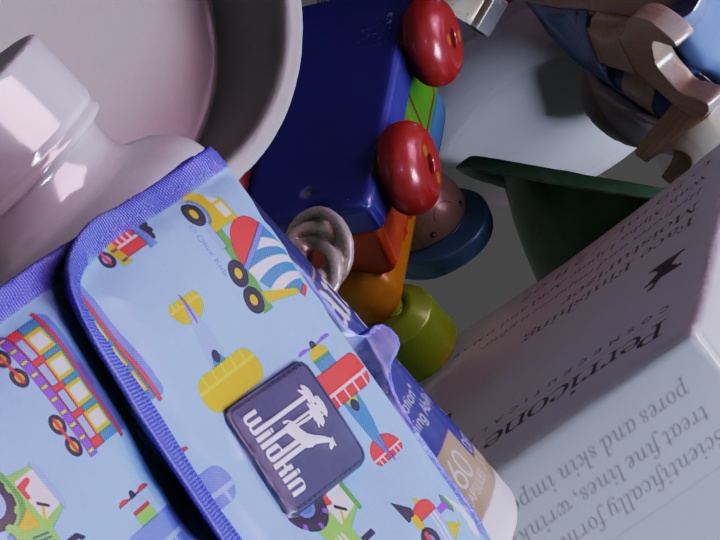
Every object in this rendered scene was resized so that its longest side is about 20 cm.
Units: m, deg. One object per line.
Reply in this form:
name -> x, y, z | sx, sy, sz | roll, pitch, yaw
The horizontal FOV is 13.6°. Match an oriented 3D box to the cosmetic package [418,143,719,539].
cosmetic package -> 0.115, 0.086, 1.059 | 0.165, 0.165, 0.200 | 49, 22, -9

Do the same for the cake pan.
cake pan -> -0.111, -0.100, 0.967 | 0.200, 0.037, 0.201 | 18, 57, -29

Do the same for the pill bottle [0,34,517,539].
pill bottle -> -0.057, 0.033, 0.867 | 0.200, 0.111, 0.111 | 48, 22, -12

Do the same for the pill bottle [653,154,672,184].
pill bottle -> 0.229, -0.004, 1.512 | 0.200, 0.113, 0.113 | 60, 22, 17

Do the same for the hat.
hat -> 0.120, 0.059, 1.210 | 0.199, 0.177, 0.166 | 11, 1, -12

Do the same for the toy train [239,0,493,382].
toy train -> 0.000, 0.000, 1.097 | 0.200, 0.084, 0.116 | -79, 152, -45

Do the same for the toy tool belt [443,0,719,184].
toy tool belt -> 0.132, -0.097, 1.148 | 0.123, 0.125, 0.200 | 31, 0, 40

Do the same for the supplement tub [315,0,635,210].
supplement tub -> 0.046, -0.140, 1.309 | 0.140, 0.140, 0.200 | 21, 38, -54

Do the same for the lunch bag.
lunch bag -> -0.051, 0.070, 0.757 | 0.151, 0.094, 0.200 | 53, 45, -1
